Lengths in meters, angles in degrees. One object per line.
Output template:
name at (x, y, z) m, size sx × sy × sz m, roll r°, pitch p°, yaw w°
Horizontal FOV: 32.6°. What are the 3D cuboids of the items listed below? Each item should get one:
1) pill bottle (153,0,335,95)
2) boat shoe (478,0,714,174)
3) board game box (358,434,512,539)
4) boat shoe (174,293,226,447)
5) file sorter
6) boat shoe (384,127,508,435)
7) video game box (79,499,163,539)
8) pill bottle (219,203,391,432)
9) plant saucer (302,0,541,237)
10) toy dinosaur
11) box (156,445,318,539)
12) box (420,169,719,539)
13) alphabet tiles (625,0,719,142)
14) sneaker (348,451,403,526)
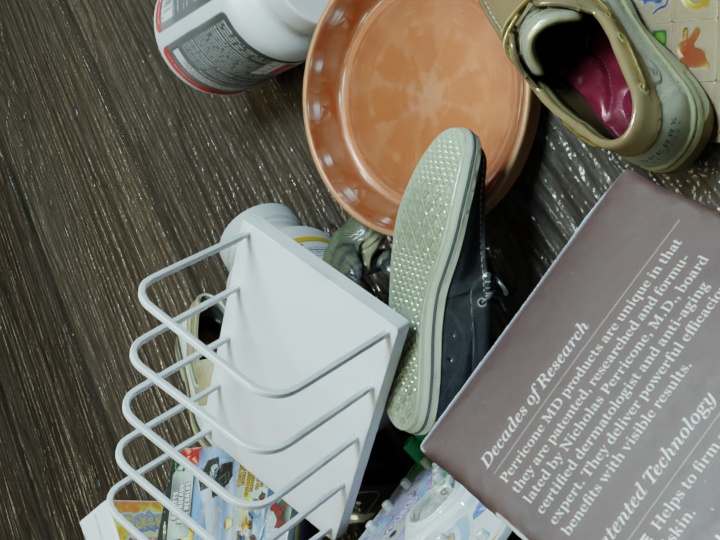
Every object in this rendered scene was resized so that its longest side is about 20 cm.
pill bottle at (-0.078, -0.216, 0.993) m, size 0.200 × 0.116 × 0.116 m, roll -9°, pitch 87°, yaw 58°
boat shoe at (0.120, -0.135, 0.712) m, size 0.200 × 0.066 × 0.074 m, roll 52°, pitch 124°, yaw 37°
board game box at (0.047, 0.147, 0.787) m, size 0.026 × 0.200 × 0.200 m, roll 46°, pitch 146°, yaw -8°
boat shoe at (-0.126, 0.104, 1.153) m, size 0.200 × 0.075 × 0.068 m, roll 55°, pitch 143°, yaw 40°
file sorter at (-0.078, 0.095, 0.816) m, size 0.139 × 0.124 × 0.200 m, roll 34°, pitch 129°, yaw 25°
boat shoe at (0.059, 0.008, 0.798) m, size 0.075 × 0.062 × 0.200 m, roll -157°, pitch 71°, yaw -63°
video game box at (-0.132, 0.290, 1.076) m, size 0.047 × 0.200 × 0.182 m, roll -43°, pitch 57°, yaw 25°
pill bottle at (-0.042, 0.036, 0.981) m, size 0.200 × 0.104 × 0.104 m, roll 55°, pitch 138°, yaw 39°
plant saucer at (0.042, -0.122, 0.855) m, size 0.200 × 0.032 × 0.201 m, roll 5°, pitch 98°, yaw 41°
toy dinosaur at (0.000, 0.000, 0.903) m, size 0.088 × 0.200 × 0.047 m, roll 37°, pitch 168°, yaw 29°
box at (-0.100, 0.232, 0.938) m, size 0.137 × 0.040 × 0.200 m, roll -9°, pitch 61°, yaw 35°
box at (0.172, 0.090, 0.538) m, size 0.164 × 0.166 × 0.200 m, roll -54°, pitch 39°, yaw -1°
alphabet tiles at (0.178, -0.157, 0.696) m, size 0.200 × 0.008 × 0.167 m, roll 12°, pitch 104°, yaw 57°
sneaker at (-0.027, 0.147, 0.999) m, size 0.200 × 0.080 × 0.087 m, roll 12°, pitch 103°, yaw 56°
